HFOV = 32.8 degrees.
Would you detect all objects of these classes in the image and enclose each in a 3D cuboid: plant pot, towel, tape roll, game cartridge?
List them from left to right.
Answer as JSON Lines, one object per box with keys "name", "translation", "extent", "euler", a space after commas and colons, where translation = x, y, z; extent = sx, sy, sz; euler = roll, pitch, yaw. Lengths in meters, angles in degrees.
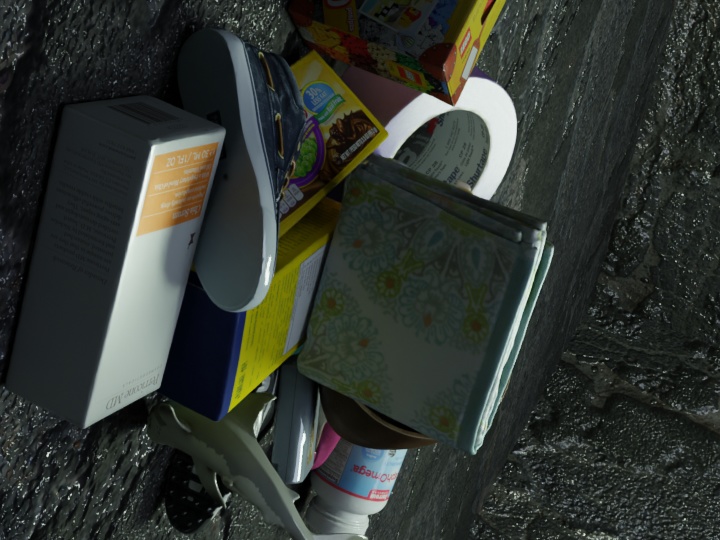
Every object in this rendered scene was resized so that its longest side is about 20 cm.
{"name": "game cartridge", "translation": [-0.064, 0.145, 1.274], "extent": [0.200, 0.041, 0.135], "euler": [70, 30, -86]}
{"name": "plant pot", "translation": [0.030, 0.107, 1.238], "extent": [0.188, 0.186, 0.200], "euler": [-57, -178, -30]}
{"name": "tape roll", "translation": [0.050, -0.118, 1.183], "extent": [0.198, 0.085, 0.202], "euler": [-25, 138, -25]}
{"name": "towel", "translation": [0.049, 0.026, 0.975], "extent": [0.048, 0.170, 0.202], "euler": [-22, 133, -61]}

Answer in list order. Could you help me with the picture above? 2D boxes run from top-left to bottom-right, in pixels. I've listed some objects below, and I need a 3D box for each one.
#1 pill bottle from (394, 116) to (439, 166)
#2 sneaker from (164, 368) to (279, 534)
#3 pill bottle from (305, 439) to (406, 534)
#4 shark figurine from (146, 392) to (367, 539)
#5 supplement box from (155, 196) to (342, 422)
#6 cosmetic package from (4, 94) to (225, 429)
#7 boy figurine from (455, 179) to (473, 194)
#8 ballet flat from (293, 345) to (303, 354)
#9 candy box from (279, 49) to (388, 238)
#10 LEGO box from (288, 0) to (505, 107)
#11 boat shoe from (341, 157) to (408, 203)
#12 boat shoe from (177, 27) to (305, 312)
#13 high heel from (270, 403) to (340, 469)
{"name": "pill bottle", "translation": [0.051, -0.067, 1.342], "extent": [0.201, 0.113, 0.114], "euler": [-59, 161, -26]}
{"name": "sneaker", "translation": [-0.123, 0.157, 1.171], "extent": [0.202, 0.066, 0.090], "euler": [-69, 161, -1]}
{"name": "pill bottle", "translation": [0.000, 0.243, 1.586], "extent": [0.202, 0.108, 0.109], "euler": [-70, 163, 8]}
{"name": "shark figurine", "translation": [-0.086, 0.148, 0.992], "extent": [0.089, 0.214, 0.129], "euler": [-44, 160, -26]}
{"name": "supplement box", "translation": [-0.100, 0.012, 0.984], "extent": [0.200, 0.108, 0.110], "euler": [-41, 149, -55]}
{"name": "cosmetic package", "translation": [-0.165, -0.009, 0.822], "extent": [0.101, 0.071, 0.202], "euler": [-29, 139, -65]}
{"name": "boy figurine", "translation": [0.081, -0.016, 1.077], "extent": [0.200, 0.064, 0.126], "euler": [-145, -113, -71]}
{"name": "ballet flat", "translation": [-0.112, 0.057, 1.080], "extent": [0.199, 0.064, 0.068], "euler": [-15, 152, -47]}
{"name": "candy box", "translation": [-0.057, -0.103, 0.991], "extent": [0.026, 0.102, 0.200], "euler": [-42, -176, 40]}
{"name": "LEGO box", "translation": [0.052, -0.263, 1.032], "extent": [0.202, 0.147, 0.077], "euler": [-64, 163, -10]}
{"name": "boat shoe", "translation": [0.000, 0.000, 1.086], "extent": [0.066, 0.073, 0.203], "euler": [1, 92, -43]}
{"name": "boat shoe", "translation": [-0.074, -0.071, 0.883], "extent": [0.090, 0.070, 0.203], "euler": [4, 78, -57]}
{"name": "high heel", "translation": [-0.027, 0.158, 1.421], "extent": [0.096, 0.067, 0.201], "euler": [-14, 138, -59]}
